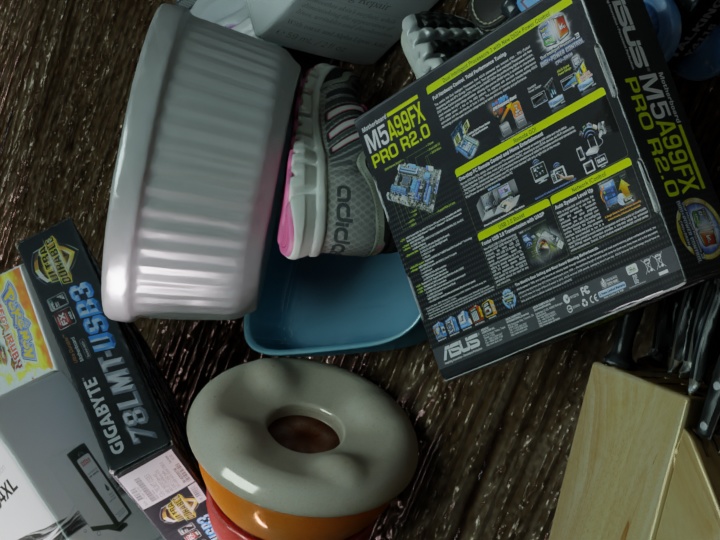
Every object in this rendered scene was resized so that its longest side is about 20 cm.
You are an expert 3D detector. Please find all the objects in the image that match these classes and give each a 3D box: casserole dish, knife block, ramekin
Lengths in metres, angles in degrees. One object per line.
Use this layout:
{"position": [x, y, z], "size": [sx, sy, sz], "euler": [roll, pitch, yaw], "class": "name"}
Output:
{"position": [0.000, 0.000, 1.138], "size": [0.200, 0.039, 0.121], "euler": [-7, 64, 46], "class": "casserole dish"}
{"position": [0.153, 0.085, 0.960], "size": [0.200, 0.064, 0.176], "euler": [-40, 58, 39], "class": "knife block"}
{"position": [-0.096, -0.060, 1.116], "size": [0.202, 0.094, 0.203], "euler": [-169, 90, -88], "class": "ramekin"}

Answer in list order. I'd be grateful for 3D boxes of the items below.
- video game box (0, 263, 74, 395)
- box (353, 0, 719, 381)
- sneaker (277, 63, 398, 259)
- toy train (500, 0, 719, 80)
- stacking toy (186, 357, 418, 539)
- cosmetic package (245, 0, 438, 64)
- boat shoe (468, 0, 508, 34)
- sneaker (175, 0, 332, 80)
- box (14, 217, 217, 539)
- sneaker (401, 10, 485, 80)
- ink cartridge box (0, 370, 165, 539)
{"position": [-0.267, 0.105, 1.401], "size": [0.182, 0.047, 0.200], "euler": [-20, 89, 43], "class": "video game box"}
{"position": [0.091, -0.044, 0.938], "size": [0.200, 0.044, 0.160], "euler": [-28, 78, 51], "class": "box"}
{"position": [-0.002, -0.064, 1.093], "size": [0.200, 0.087, 0.074], "euler": [-88, 7, -61], "class": "sneaker"}
{"position": [0.147, -0.151, 0.962], "size": [0.200, 0.087, 0.114], "euler": [-52, 59, 30], "class": "toy train"}
{"position": [-0.050, 0.170, 1.152], "size": [0.146, 0.146, 0.200], "euler": [44, 134, 41], "class": "stacking toy"}
{"position": [0.022, -0.219, 1.103], "size": [0.200, 0.102, 0.074], "euler": [-40, 56, 40], "class": "cosmetic package"}
{"position": [0.116, -0.218, 1.021], "size": [0.200, 0.065, 0.073], "euler": [-54, 43, 28], "class": "boat shoe"}
{"position": [-0.107, -0.149, 1.267], "size": [0.200, 0.078, 0.140], "euler": [-43, 55, 26], "class": "sneaker"}
{"position": [-0.153, 0.093, 1.218], "size": [0.050, 0.199, 0.200], "euler": [-27, 58, -5], "class": "box"}
{"position": [0.073, -0.078, 1.062], "size": [0.200, 0.075, 0.081], "euler": [60, 138, 34], "class": "sneaker"}
{"position": [-0.221, 0.197, 1.299], "size": [0.200, 0.084, 0.146], "euler": [53, 134, 11], "class": "ink cartridge box"}
